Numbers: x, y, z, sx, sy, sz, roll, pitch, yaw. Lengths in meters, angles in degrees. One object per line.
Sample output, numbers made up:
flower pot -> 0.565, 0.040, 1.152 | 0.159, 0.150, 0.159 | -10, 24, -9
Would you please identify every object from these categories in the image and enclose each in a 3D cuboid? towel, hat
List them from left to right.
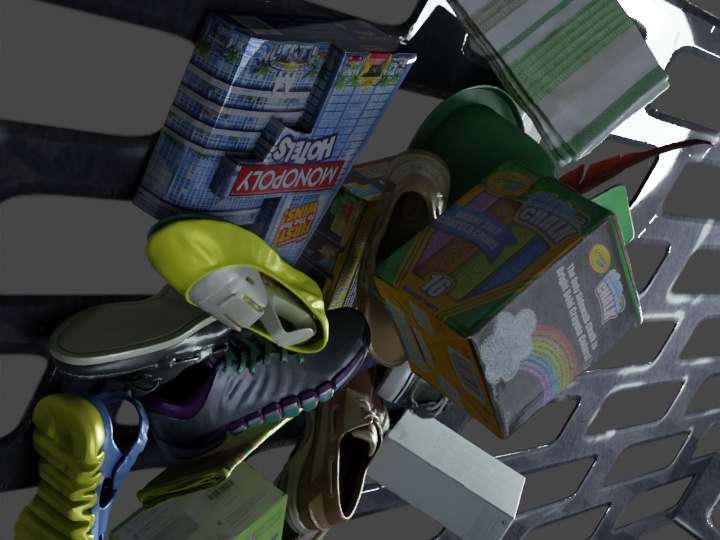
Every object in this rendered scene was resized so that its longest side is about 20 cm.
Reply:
towel -> -0.106, 0.147, 1.350 | 0.085, 0.018, 0.200 | -18, -173, 25
hat -> 0.145, -0.055, 1.324 | 0.165, 0.175, 0.202 | 14, 101, -51
towel -> 0.150, -0.197, 1.303 | 0.149, 0.201, 0.031 | -37, -179, -35

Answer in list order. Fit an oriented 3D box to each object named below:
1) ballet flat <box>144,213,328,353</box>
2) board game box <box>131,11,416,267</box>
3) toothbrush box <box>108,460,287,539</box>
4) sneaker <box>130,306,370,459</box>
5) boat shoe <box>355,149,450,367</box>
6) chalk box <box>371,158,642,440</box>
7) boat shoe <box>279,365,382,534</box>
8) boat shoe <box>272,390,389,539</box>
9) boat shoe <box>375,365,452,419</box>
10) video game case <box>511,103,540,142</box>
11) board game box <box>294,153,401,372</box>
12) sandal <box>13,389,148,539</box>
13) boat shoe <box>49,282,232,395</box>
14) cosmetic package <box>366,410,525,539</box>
ballet flat -> -0.079, 0.017, 1.171 | 0.067, 0.067, 0.200 | -33, 151, 16
board game box -> -0.068, -0.084, 1.185 | 0.199, 0.061, 0.201 | -11, 130, -57
toothbrush box -> -0.151, 0.280, 1.462 | 0.145, 0.086, 0.201 | -36, 149, -36
sneaker -> -0.085, 0.078, 1.299 | 0.199, 0.075, 0.088 | -30, 142, -5
boat shoe -> 0.030, 0.002, 1.312 | 0.065, 0.070, 0.202 | -73, 170, -57
chalk box -> 0.131, 0.006, 1.259 | 0.200, 0.123, 0.125 | -38, 133, -18
boat shoe -> -0.011, 0.152, 1.495 | 0.076, 0.071, 0.202 | 47, 49, -43
boat shoe -> -0.046, 0.192, 1.568 | 0.203, 0.074, 0.075 | -58, 156, -24
boat shoe -> 0.064, 0.109, 1.604 | 0.072, 0.071, 0.200 | -58, 171, -1
video game case -> 0.129, -0.089, 1.509 | 0.202, 0.023, 0.182 | -65, 169, 4
board game box -> 0.000, 0.000, 1.421 | 0.165, 0.057, 0.201 | -16, 134, -52
sandal -> -0.208, 0.167, 1.233 | 0.087, 0.079, 0.201 | -30, 147, -49
boat shoe -> -0.156, 0.057, 1.188 | 0.199, 0.074, 0.067 | -30, 135, -60
cosmetic package -> 0.091, 0.213, 1.676 | 0.052, 0.150, 0.200 | -56, 175, 9
